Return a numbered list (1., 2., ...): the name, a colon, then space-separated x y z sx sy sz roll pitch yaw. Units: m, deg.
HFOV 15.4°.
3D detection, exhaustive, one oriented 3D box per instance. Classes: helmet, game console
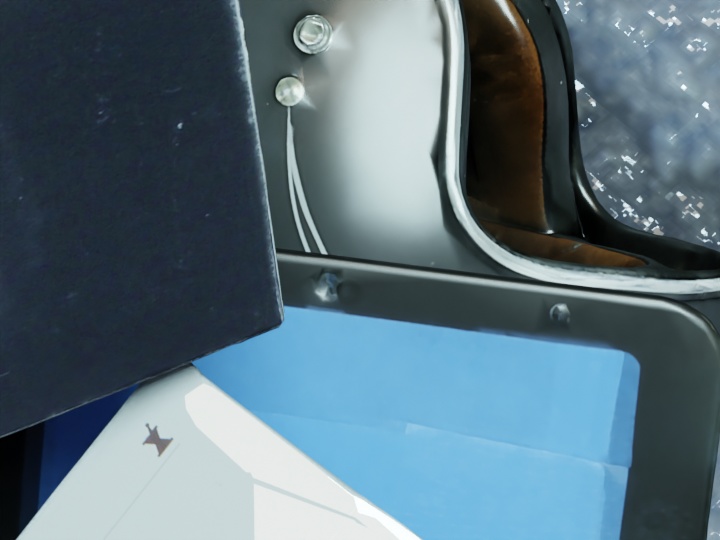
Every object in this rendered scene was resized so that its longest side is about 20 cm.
1. helmet: 0.000 0.000 0.755 0.199 0.200 0.192 -21 88 -22
2. game console: -0.022 0.096 0.634 0.199 0.117 0.176 7 45 7

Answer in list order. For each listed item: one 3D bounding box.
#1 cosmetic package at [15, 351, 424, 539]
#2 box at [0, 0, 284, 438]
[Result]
1. cosmetic package: -0.043 0.142 0.587 0.151 0.052 0.200 37 80 12
2. box: -0.150 -0.033 0.606 0.199 0.105 0.182 -22 32 -23
